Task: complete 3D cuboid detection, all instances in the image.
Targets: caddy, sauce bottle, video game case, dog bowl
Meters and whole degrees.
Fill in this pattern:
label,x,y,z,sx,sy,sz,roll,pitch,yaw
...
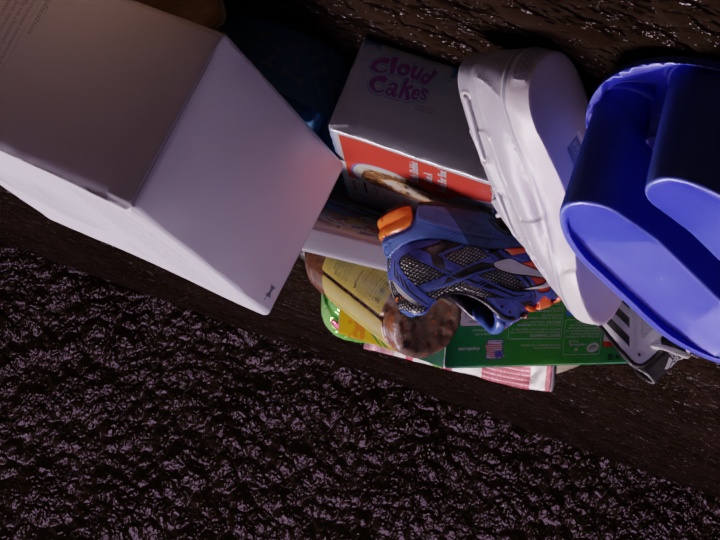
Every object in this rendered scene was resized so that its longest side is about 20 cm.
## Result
label,x,y,z,sx,sy,sz,roll,pitch,yaw
caddy,0.206,-0.036,0.915,0.200,0.105,0.141,40,150,-25
sauce bottle,0.000,0.000,1.243,0.066,0.066,0.200,27,-172,-39
video game case,0.016,-0.033,1.216,0.199,0.023,0.182,13,-166,-17
dog bowl,-0.058,-0.126,1.160,0.111,0.050,0.200,20,171,1

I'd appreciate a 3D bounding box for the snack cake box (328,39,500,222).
label,x,y,z,sx,sy,sz,roll,pitch,yaw
snack cake box,0.048,-0.083,1.121,0.115,0.067,0.200,21,171,6

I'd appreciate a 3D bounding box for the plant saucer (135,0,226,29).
label,x,y,z,sx,sy,sz,roll,pitch,yaw
plant saucer,-0.167,-0.203,0.976,0.199,0.036,0.200,20,172,3

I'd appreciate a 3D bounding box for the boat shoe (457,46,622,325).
label,x,y,z,sx,sy,sz,roll,pitch,yaw
boat shoe,0.109,-0.049,0.991,0.068,0.072,0.200,13,146,40

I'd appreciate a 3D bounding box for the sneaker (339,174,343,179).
label,x,y,z,sx,sy,sz,roll,pitch,yaw
sneaker,-0.060,-0.075,1.398,0.082,0.074,0.200,22,171,-7

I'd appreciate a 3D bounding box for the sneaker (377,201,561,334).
label,x,y,z,sx,sy,sz,roll,pitch,yaw
sneaker,0.104,0.006,1.105,0.199,0.079,0.075,6,170,-15

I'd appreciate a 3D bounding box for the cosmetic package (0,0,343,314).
label,x,y,z,sx,sy,sz,roll,pitch,yaw
cosmetic package,-0.148,-0.086,1.045,0.199,0.123,0.199,24,171,26

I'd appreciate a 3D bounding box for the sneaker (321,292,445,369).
label,x,y,z,sx,sy,sz,roll,pitch,yaw
sneaker,0.049,0.029,1.443,0.199,0.084,0.077,20,134,-38

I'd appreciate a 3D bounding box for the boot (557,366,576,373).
label,x,y,z,sx,sy,sz,roll,pitch,yaw
boot,0.164,0.030,1.546,0.200,0.073,0.155,41,154,-22

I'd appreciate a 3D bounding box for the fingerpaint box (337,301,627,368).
label,x,y,z,sx,sy,sz,roll,pitch,yaw
fingerpaint box,0.108,0.031,1.324,0.199,0.074,0.167,0,-173,-31

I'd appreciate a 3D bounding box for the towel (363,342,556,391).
label,x,y,z,sx,sy,sz,roll,pitch,yaw
towel,0.094,0.028,1.525,0.199,0.145,0.023,13,-152,24

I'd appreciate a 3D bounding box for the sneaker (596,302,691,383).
label,x,y,z,sx,sy,sz,roll,pitch,yaw
sneaker,0.263,0.039,1.217,0.200,0.116,0.076,15,170,31
